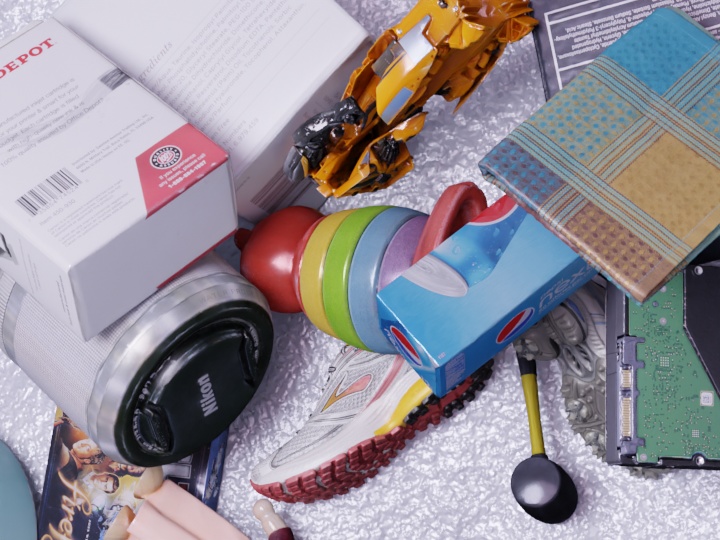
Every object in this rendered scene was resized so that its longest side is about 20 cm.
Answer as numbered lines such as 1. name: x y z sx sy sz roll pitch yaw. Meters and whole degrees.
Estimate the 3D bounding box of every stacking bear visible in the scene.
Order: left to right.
1. stacking bear: 0.000 0.000 1.569 0.199 0.122 0.114 8 61 37

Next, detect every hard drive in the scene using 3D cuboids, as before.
1. hard drive: 0.265 0.069 1.498 0.199 0.038 0.141 3 80 -18

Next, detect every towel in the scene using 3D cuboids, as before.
1. towel: 0.192 -0.079 1.422 0.147 0.022 0.200 41 62 17

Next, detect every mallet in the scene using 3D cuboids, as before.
1. mallet: 0.121 0.082 1.577 0.041 0.066 0.201 -11 77 14

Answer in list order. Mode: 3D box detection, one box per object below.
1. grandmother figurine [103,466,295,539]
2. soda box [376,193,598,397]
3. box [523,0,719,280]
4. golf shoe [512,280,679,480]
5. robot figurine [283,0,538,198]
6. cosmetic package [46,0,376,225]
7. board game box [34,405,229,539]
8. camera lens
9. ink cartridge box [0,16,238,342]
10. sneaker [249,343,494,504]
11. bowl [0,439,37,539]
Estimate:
1. grandmother figurine: -0.090 0.229 1.602 0.199 0.061 0.122 31 92 5
2. soda box: 0.107 -0.009 1.440 0.200 0.064 0.068 -37 71 -12
3. box: 0.240 -0.112 1.543 0.199 0.123 0.200 -14 76 16
4. golf shoe: 0.173 0.056 1.545 0.078 0.097 0.200 -22 114 38
5. robot figurine: 0.031 -0.123 1.539 0.058 0.145 0.200 50 120 16
6. cosmetic package: -0.092 -0.159 1.631 0.200 0.167 0.166 44 95 18
7. board game box: -0.173 0.149 1.674 0.135 0.035 0.201 6 83 18
8. camera lens: -0.174 0.033 1.587 0.200 0.160 0.160 40 94 30
9. ink cartridge box: -0.204 -0.067 1.512 0.147 0.083 0.200 -37 57 -25
10. sneaker: 0.000 0.101 1.614 0.200 0.078 0.082 -36 66 0
11. bowl: -0.359 0.206 1.669 0.200 0.105 0.202 -6 78 27
